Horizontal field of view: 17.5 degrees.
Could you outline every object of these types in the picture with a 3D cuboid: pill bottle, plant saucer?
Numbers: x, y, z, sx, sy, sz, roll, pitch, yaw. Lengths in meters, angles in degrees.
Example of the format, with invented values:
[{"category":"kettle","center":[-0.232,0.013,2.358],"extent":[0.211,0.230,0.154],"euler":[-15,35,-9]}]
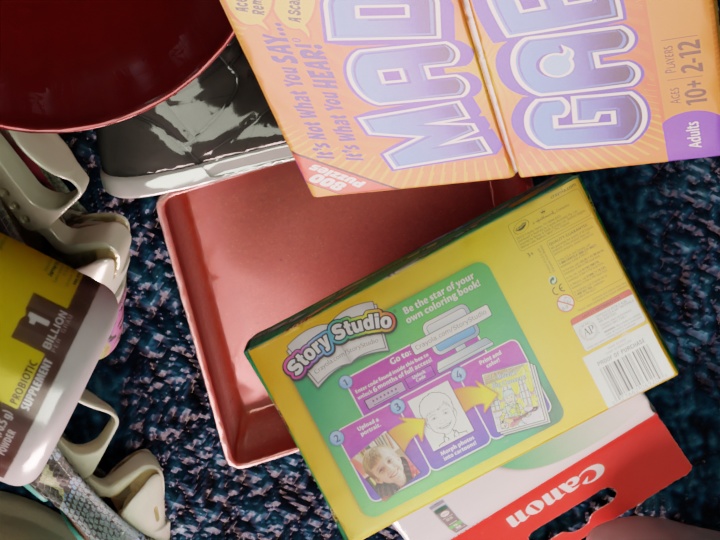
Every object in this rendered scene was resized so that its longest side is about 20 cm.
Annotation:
[{"category":"pill bottle","center":[-0.226,0.017,1.136],"extent":[0.199,0.109,0.109],"euler":[26,110,-6]},{"category":"plant saucer","center":[0.000,0.000,1.283],"extent":[0.199,0.037,0.200],"euler":[-17,129,-6]}]

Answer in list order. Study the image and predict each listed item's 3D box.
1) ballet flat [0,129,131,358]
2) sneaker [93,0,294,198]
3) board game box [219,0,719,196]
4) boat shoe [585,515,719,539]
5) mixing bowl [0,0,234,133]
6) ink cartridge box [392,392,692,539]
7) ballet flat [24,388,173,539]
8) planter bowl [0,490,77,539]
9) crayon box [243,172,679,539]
[{"category":"ballet flat","center":[-0.163,-0.028,1.203],"extent":[0.071,0.069,0.200],"euler":[-14,129,28]},{"category":"sneaker","center":[-0.048,-0.112,1.198],"extent":[0.199,0.071,0.100],"euler":[-18,117,-8]},{"category":"board game box","center":[0.053,-0.174,1.044],"extent":[0.199,0.201,0.200],"euler":[-6,153,10]},{"category":"boat shoe","center":[0.219,0.199,1.448],"extent":[0.199,0.072,0.066],"euler":[7,116,-30]},{"category":"mixing bowl","center":[-0.150,-0.177,1.111],"extent":[0.199,0.108,0.201],"euler":[-6,119,-11]},{"category":"ink cartridge box","center":[0.100,0.117,1.356],"extent":[0.161,0.050,0.200],"euler":[-32,131,6]},{"category":"ballet flat","center":[-0.149,0.113,1.298],"extent":[0.074,0.074,0.200],"euler":[-37,123,7]},{"category":"planter bowl","center":[-0.225,0.241,1.309],"extent":[0.199,0.135,0.201],"euler":[-7,120,-12]},{"category":"crayon box","center":[0.053,0.045,1.239],"extent":[0.199,0.058,0.119],"euler":[-28,95,3]}]
